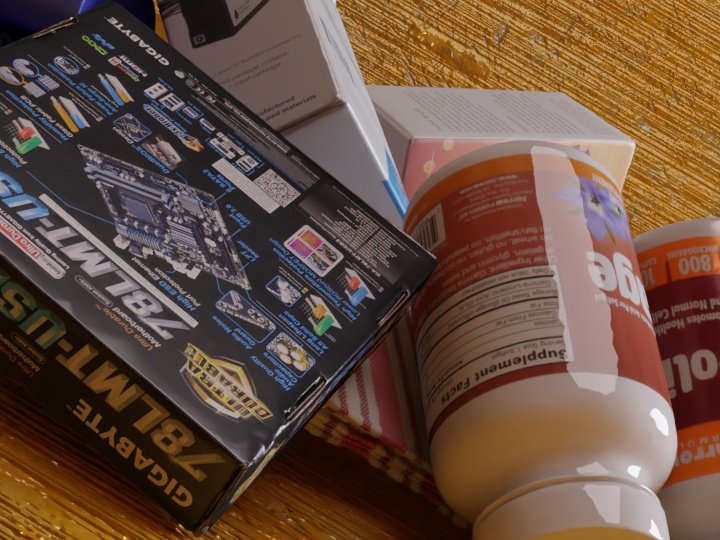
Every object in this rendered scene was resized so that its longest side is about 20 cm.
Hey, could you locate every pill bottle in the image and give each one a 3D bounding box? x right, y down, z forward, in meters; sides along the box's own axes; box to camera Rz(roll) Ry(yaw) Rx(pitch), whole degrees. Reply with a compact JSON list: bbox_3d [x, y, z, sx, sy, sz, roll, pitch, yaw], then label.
[{"bbox_3d":[0.176,0.086,0.806,0.114,0.114,0.202,24,49,-34],"label":"pill bottle"},{"bbox_3d":[0.083,0.049,0.757,0.112,0.112,0.202,24,44,-35],"label":"pill bottle"}]

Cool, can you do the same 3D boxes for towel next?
[{"bbox_3d":[0.014,0.048,0.815,0.200,0.030,0.147,37,29,-36],"label":"towel"}]

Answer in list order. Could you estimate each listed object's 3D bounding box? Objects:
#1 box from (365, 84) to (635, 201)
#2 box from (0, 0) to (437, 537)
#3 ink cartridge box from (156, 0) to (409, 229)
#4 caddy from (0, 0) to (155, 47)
[{"bbox_3d":[0.084,-0.049,1.248,0.198,0.154,0.106,-2,27,-29],"label":"box"},{"bbox_3d":[-0.086,-0.014,0.678,0.199,0.050,0.199,39,33,4],"label":"box"},{"bbox_3d":[-0.045,-0.104,0.912,0.145,0.083,0.201,58,11,-52],"label":"ink cartridge box"},{"bbox_3d":[-0.185,-0.112,0.867,0.104,0.143,0.200,21,-4,5],"label":"caddy"}]
